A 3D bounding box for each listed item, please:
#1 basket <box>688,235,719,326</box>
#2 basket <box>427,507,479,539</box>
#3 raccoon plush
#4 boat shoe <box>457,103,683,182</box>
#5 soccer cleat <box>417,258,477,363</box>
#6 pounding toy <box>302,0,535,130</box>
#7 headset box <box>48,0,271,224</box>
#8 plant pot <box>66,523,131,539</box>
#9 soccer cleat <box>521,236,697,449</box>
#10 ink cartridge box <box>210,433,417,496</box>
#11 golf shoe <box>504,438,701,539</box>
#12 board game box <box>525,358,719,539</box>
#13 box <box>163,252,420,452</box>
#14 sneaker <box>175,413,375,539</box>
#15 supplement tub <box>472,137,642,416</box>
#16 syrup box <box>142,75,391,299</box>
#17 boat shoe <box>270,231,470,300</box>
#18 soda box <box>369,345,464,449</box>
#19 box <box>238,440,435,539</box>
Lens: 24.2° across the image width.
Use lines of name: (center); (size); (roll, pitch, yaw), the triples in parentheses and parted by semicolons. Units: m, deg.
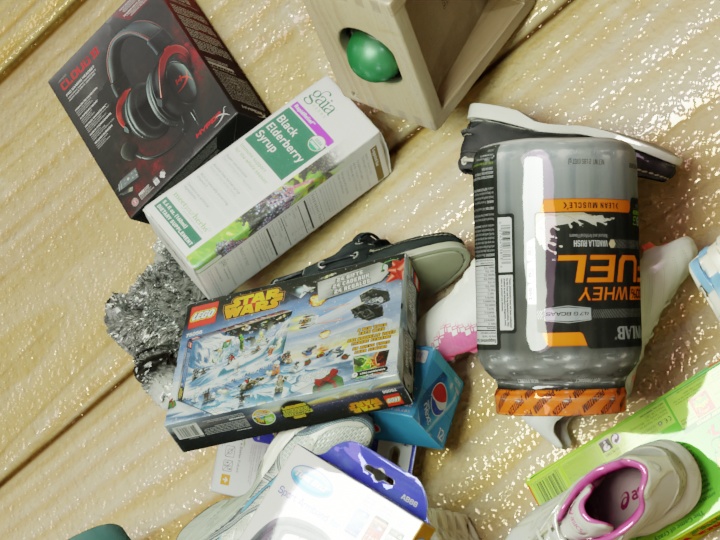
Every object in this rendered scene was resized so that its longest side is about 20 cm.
basket: (0.352, 0.008, 1.187); (0.200, 0.139, 0.176); (-33, 67, 21)
basket: (0.012, 0.285, 1.346); (0.200, 0.123, 0.136); (-31, 68, 23)
raccoon plush: (-0.142, 0.032, 1.479); (0.134, 0.097, 0.200); (-56, 37, 10)
boat shoe: (0.164, -0.089, 1.353); (0.200, 0.074, 0.060); (16, 89, 34)
soccer cleat: (0.114, 0.000, 1.352); (0.200, 0.086, 0.070); (-29, 26, 17)
pounding toy: (0.015, -0.230, 1.358); (0.142, 0.184, 0.200); (25, 66, 31)
headset box: (-0.191, -0.162, 1.568); (0.149, 0.075, 0.200); (-42, 64, 18)
plant pot: (-0.228, 0.346, 1.440); (0.161, 0.201, 0.201); (44, 104, 17)
soccer cleat: (0.201, 0.056, 1.314); (0.200, 0.069, 0.078); (-47, 67, 23)
ink cartridge box: (-0.035, 0.161, 1.446); (0.200, 0.037, 0.095); (6, 83, 33)
golf shoe: (0.156, 0.192, 1.243); (0.200, 0.092, 0.075); (-43, 65, 19)
board game box: (0.236, 0.155, 1.282); (0.200, 0.048, 0.102); (-35, 67, 21)
box: (-0.053, 0.066, 1.349); (0.200, 0.040, 0.137); (-13, 42, 18)
sneaker: (-0.055, 0.192, 1.318); (0.200, 0.078, 0.086); (-46, 28, 2)
supplement tub: (0.145, 0.006, 1.238); (0.122, 0.123, 0.200); (-3, 89, 30)
syrup box: (-0.077, -0.070, 1.440); (0.200, 0.081, 0.079); (-37, 65, -8)
boat shoe: (0.001, 0.001, 1.433); (0.199, 0.074, 0.066); (-28, 52, 28)
soda box: (-0.021, 0.095, 1.397); (0.200, 0.068, 0.064); (6, 64, 31)
box: (-0.035, 0.223, 1.234); (0.119, 0.041, 0.200); (28, 86, 23)
